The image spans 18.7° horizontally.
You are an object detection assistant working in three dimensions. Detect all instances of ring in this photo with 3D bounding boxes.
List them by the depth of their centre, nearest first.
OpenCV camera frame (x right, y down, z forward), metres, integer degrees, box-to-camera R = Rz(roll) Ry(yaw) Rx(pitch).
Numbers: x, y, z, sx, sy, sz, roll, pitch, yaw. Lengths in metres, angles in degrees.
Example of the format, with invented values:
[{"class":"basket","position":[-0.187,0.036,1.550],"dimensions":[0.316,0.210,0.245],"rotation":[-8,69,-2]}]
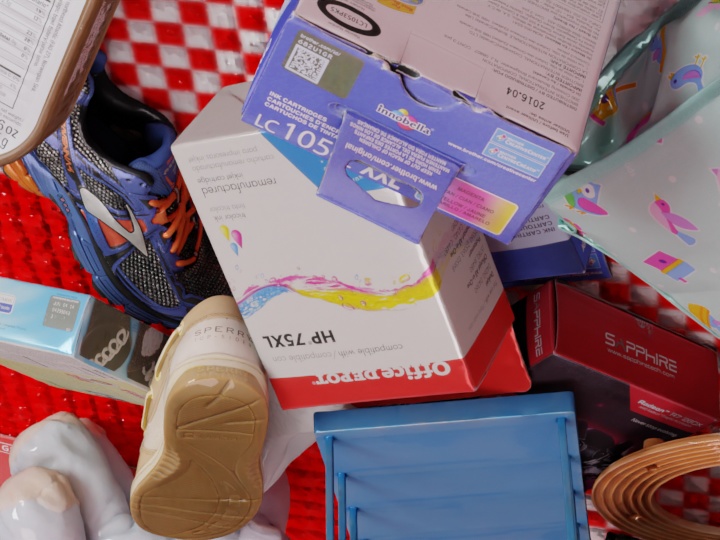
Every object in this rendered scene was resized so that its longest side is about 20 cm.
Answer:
[{"class":"ring","position":[0.230,0.122,1.222],"dimensions":[0.199,0.019,0.201],"rotation":[3,154,2]}]

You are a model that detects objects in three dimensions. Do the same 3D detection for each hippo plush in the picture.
[{"class":"hippo plush","position":[-0.122,0.165,1.328],"dimensions":[0.160,0.201,0.160],"rotation":[-11,136,12]}]

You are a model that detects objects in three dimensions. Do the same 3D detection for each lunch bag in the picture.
[{"class":"lunch bag","position":[0.198,-0.051,1.018],"dimensions":[0.170,0.122,0.200],"rotation":[34,131,-17]}]

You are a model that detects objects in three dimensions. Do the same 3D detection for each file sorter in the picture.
[{"class":"file sorter","position":[0.058,0.169,1.200],"dimensions":[0.138,0.123,0.200],"rotation":[-5,149,6]}]

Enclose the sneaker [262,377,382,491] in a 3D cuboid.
[{"class":"sneaker","position":[-0.029,0.063,1.251],"dimensions":[0.075,0.088,0.200],"rotation":[49,128,2]}]

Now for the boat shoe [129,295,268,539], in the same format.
[{"class":"boat shoe","position":[-0.083,0.083,1.192],"dimensions":[0.073,0.069,0.200],"rotation":[9,147,-10]}]

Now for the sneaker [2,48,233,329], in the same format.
[{"class":"sneaker","position":[-0.124,-0.042,1.184],"dimensions":[0.078,0.076,0.200],"rotation":[-20,127,32]}]

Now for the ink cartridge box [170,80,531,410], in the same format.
[{"class":"ink cartridge box","position":[0.000,0.000,1.100],"dimensions":[0.116,0.067,0.201],"rotation":[-8,118,28]}]

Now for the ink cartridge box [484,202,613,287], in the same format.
[{"class":"ink cartridge box","position":[0.045,-0.051,1.136],"dimensions":[0.119,0.042,0.200],"rotation":[-7,134,27]}]

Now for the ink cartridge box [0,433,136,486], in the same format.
[{"class":"ink cartridge box","position":[-0.164,0.200,1.476],"dimensions":[0.199,0.045,0.177],"rotation":[13,139,6]}]

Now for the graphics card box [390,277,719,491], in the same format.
[{"class":"graphics card box","position":[0.090,0.083,1.229],"dimensions":[0.125,0.051,0.200],"rotation":[22,143,-32]}]

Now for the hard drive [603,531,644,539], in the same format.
[{"class":"hard drive","position":[0.201,0.185,1.239],"dimensions":[0.139,0.038,0.200],"rotation":[15,178,8]}]

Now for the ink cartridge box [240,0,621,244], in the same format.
[{"class":"ink cartridge box","position":[0.035,-0.105,0.959],"dimensions":[0.136,0.200,0.076],"rotation":[25,138,-6]}]

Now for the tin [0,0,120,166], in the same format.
[{"class":"tin","position":[-0.179,-0.139,1.085],"dimensions":[0.112,0.042,0.200],"rotation":[26,121,-2]}]

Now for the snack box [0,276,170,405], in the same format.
[{"class":"snack box","position":[-0.162,0.042,1.231],"dimensions":[0.116,0.037,0.200],"rotation":[11,170,21]}]
